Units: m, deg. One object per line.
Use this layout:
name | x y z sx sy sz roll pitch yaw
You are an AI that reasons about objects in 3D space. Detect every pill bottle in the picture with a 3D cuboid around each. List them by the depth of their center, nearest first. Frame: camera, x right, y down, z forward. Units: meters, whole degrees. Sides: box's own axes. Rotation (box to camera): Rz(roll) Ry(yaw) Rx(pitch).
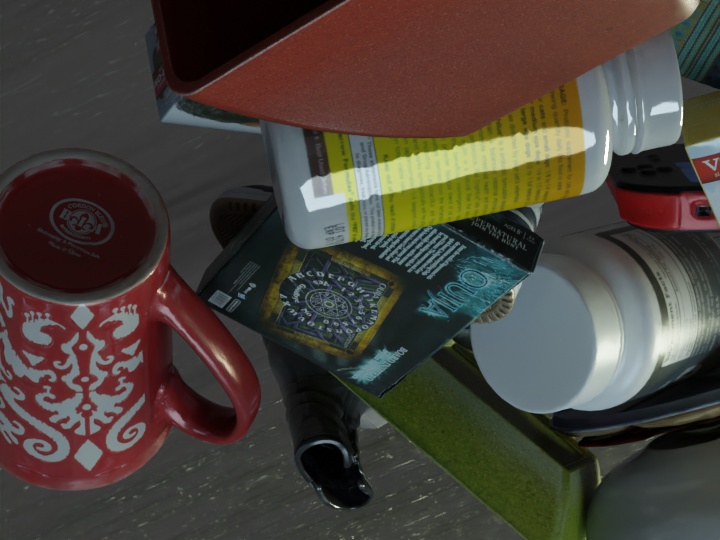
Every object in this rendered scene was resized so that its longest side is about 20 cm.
pill bottle | 0.052 -0.081 0.992 0.200 0.109 0.109 -11 153 -4
pill bottle | 0.166 0.027 1.309 0.200 0.114 0.114 -13 161 -49

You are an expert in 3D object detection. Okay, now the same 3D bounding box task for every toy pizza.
toy pizza | 0.228 0.088 1.386 0.200 0.032 0.200 -16 -178 1

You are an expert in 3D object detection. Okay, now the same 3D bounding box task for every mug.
mug | -0.151 0.025 1.216 0.177 0.134 0.200 -4 147 -10

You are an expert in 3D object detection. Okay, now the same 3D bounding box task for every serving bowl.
serving bowl | 0.240 0.137 1.346 0.200 0.066 0.200 -17 -177 1

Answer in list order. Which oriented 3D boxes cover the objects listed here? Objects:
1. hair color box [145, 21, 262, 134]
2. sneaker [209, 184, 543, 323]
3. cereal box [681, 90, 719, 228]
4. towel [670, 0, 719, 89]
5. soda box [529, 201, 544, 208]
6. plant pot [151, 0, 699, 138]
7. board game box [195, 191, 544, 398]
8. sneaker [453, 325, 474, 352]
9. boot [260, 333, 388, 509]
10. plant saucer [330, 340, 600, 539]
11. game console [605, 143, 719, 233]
hair color box | -0.003 -0.118 1.080 0.200 0.061 0.099 5 148 -30
sneaker | 0.015 -0.035 1.240 0.200 0.109 0.070 13 136 18
cereal box | 0.269 -0.033 1.088 0.144 0.040 0.200 -16 134 17
towel | 0.134 -0.168 0.997 0.200 0.022 0.147 19 138 -9
soda box | 0.122 -0.115 1.137 0.068 0.064 0.200 5 146 -33
plant pot | 0.035 -0.167 0.852 0.200 0.200 0.176 -28 150 26
board game box | 0.000 0.000 1.163 0.135 0.028 0.200 29 147 -12
sneaker | 0.063 0.001 1.330 0.084 0.075 0.200 -37 151 27
boot | -0.016 0.112 1.429 0.070 0.132 0.200 -22 151 15
plant saucer | 0.086 0.106 1.382 0.048 0.200 0.200 -51 168 8
game console | 0.246 -0.058 1.206 0.200 0.031 0.177 -1 -164 2
